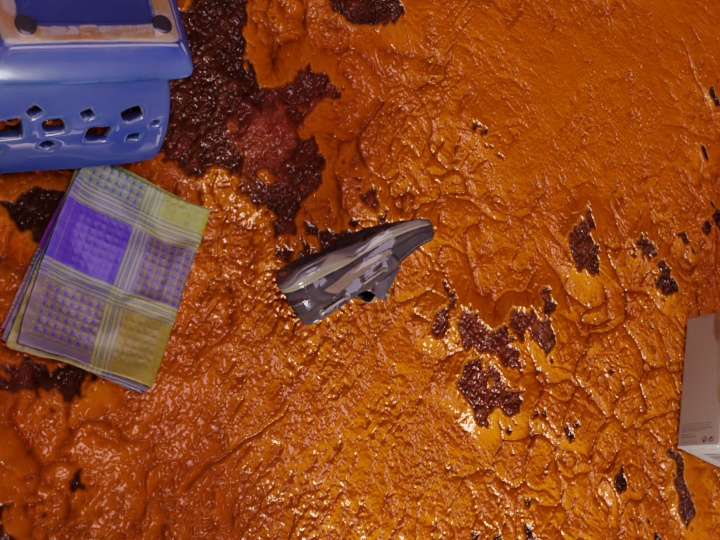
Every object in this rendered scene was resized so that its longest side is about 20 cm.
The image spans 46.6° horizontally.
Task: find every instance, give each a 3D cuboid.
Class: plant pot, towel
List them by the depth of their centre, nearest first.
[{"bbox_3d":[-0.260,-0.209,0.698,0.198,0.179,0.203,-11,80,-34],"label":"plant pot"},{"bbox_3d":[-0.228,0.002,0.775,0.143,0.023,0.202,27,65,-25],"label":"towel"}]

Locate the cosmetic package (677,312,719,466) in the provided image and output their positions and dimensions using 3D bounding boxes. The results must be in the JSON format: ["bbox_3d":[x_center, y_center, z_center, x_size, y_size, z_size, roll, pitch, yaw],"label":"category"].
[{"bbox_3d":[0.528,0.173,1.217,0.104,0.071,0.203,24,66,-27],"label":"cosmetic package"}]

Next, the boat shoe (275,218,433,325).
[{"bbox_3d":[0.000,0.000,0.909,0.198,0.074,0.074,-24,102,-27],"label":"boat shoe"}]
